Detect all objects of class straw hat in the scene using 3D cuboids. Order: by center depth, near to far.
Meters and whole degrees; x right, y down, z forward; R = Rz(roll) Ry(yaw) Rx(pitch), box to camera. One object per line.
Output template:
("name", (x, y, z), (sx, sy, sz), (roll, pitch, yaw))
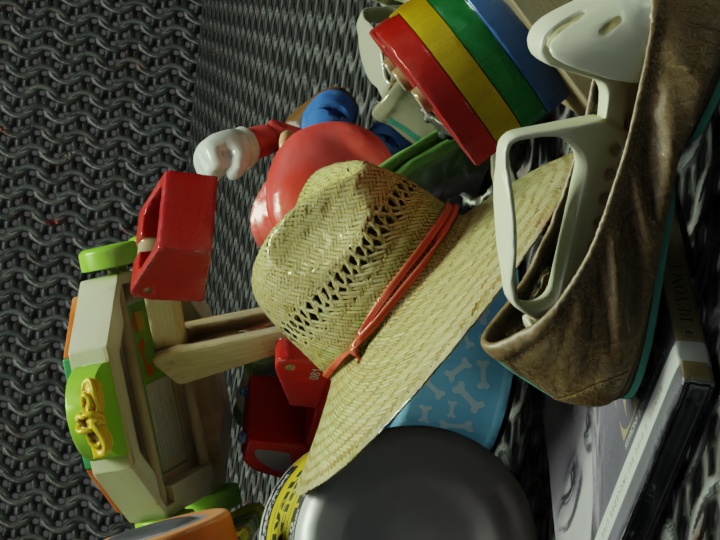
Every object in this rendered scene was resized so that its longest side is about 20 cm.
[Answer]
("straw hat", (0.000, 0.000, 0.976), (0.201, 0.085, 0.201), (-50, 4, 4))

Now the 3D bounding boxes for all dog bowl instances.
("dog bowl", (0.035, 0.054, 1.179), (0.200, 0.049, 0.112), (117, 159, -65))

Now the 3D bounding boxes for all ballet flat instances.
("ballet flat", (0.088, -0.050, 0.811), (0.068, 0.072, 0.201), (-125, 49, -72))
("ballet flat", (0.030, -0.157, 1.325), (0.070, 0.069, 0.201), (109, 166, -50))

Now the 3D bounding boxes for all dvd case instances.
("dvd case", (0.100, 0.030, 0.907), (0.200, 0.016, 0.149), (-94, 15, -49))

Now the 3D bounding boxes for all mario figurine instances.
("mario figurine", (-0.025, -0.043, 1.298), (0.200, 0.123, 0.106), (-62, -34, -73))

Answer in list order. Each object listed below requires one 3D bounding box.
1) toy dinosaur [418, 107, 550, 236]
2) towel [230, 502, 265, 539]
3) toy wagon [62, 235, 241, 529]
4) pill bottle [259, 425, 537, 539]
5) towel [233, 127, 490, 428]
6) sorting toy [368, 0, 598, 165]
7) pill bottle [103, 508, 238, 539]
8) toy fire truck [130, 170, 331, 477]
("toy dinosaur", (0.067, -0.076, 1.108), (0.088, 0.047, 0.201), (120, 153, -51))
("towel", (-0.119, 0.184, 1.120), (0.086, 0.018, 0.200), (-37, 6, 37))
("toy wagon", (-0.115, 0.062, 1.170), (0.200, 0.039, 0.156), (-20, -82, -72))
("pill bottle", (0.010, 0.133, 1.080), (0.200, 0.111, 0.112), (146, 130, -78))
("towel", (0.005, 0.003, 1.218), (0.031, 0.149, 0.200), (45, 147, 16))
("sorting toy", (0.015, -0.135, 0.922), (0.070, 0.200, 0.199), (-37, 12, 3))
("pill bottle", (-0.067, 0.212, 1.014), (0.106, 0.106, 0.201), (174, 80, -80))
("toy fire truck", (-0.053, 0.036, 1.138), (0.200, 0.140, 0.049), (110, 165, -52))
